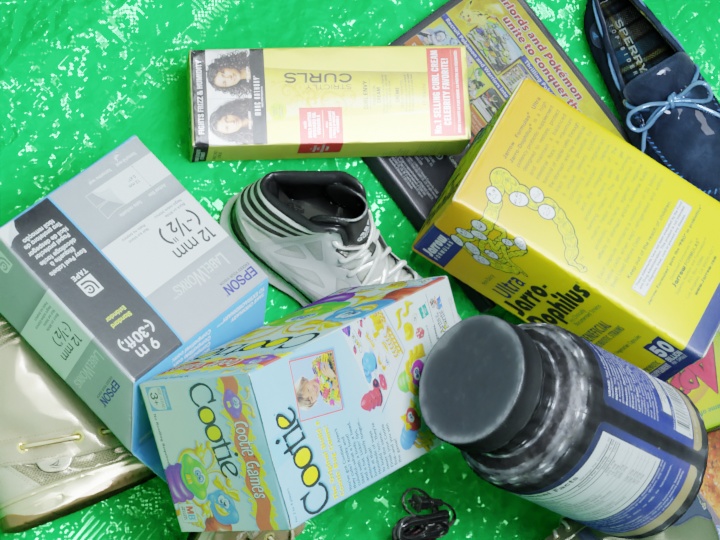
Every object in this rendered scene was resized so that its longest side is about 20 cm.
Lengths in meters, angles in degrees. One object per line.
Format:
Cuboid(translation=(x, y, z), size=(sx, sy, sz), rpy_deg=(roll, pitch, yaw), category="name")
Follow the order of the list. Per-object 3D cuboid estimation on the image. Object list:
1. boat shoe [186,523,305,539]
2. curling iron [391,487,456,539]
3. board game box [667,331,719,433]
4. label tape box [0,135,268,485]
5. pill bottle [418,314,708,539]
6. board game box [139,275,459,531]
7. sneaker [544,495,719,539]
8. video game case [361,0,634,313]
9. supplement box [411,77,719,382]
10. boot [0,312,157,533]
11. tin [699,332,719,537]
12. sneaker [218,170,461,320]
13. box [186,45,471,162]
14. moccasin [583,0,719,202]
Cuboid(translation=(-0.066, 0.158, 1.579), size=(0.066, 0.074, 0.201), rpy_deg=(31, 68, -3), category="boat shoe")
Cuboid(translation=(-0.017, 0.213, 1.604), size=(0.200, 0.026, 0.050), rpy_deg=(-33, 125, -20), category="curling iron")
Cuboid(translation=(0.193, 0.031, 1.678), size=(0.101, 0.048, 0.201), rpy_deg=(-18, 78, -21), category="board game box")
Cuboid(translation=(-0.136, 0.027, 1.531), size=(0.200, 0.066, 0.143), rpy_deg=(45, 48, 7), category="label tape box")
Cuboid(translation=(0.132, 0.099, 1.522), size=(0.200, 0.111, 0.112), rpy_deg=(27, 65, -44), category="pill bottle")
Cuboid(translation=(-0.028, 0.085, 1.507), size=(0.200, 0.103, 0.105), rpy_deg=(-24, 103, -46), category="board game box")
Cuboid(translation=(0.154, 0.197, 1.632), size=(0.199, 0.067, 0.090), rpy_deg=(-9, 84, -5), category="sneaker")
Cuboid(translation=(0.096, -0.099, 1.729), size=(0.180, 0.025, 0.200), rpy_deg=(-37, 89, -23), category="video game case")
Cuboid(translation=(0.155, -0.020, 1.599), size=(0.199, 0.109, 0.110), rpy_deg=(32, 67, -3), category="supplement box")
Cuboid(translation=(-0.178, 0.071, 1.567), size=(0.199, 0.073, 0.156), rpy_deg=(-23, 83, -20), category="boot")
Cuboid(translation=(0.236, 0.136, 1.708), size=(0.111, 0.042, 0.201), rpy_deg=(1, 76, -23), category="tin")
Cuboid(translation=(0.000, 0.000, 1.620), size=(0.200, 0.115, 0.076), rpy_deg=(33, 68, -8), category="sneaker")
Cuboid(translation=(-0.024, -0.119, 1.657), size=(0.199, 0.050, 0.076), rpy_deg=(-1, 81, -8), category="box")
Cuboid(translation=(0.216, -0.132, 1.724), size=(0.080, 0.068, 0.200), rpy_deg=(-33, 64, -2), category="moccasin")
